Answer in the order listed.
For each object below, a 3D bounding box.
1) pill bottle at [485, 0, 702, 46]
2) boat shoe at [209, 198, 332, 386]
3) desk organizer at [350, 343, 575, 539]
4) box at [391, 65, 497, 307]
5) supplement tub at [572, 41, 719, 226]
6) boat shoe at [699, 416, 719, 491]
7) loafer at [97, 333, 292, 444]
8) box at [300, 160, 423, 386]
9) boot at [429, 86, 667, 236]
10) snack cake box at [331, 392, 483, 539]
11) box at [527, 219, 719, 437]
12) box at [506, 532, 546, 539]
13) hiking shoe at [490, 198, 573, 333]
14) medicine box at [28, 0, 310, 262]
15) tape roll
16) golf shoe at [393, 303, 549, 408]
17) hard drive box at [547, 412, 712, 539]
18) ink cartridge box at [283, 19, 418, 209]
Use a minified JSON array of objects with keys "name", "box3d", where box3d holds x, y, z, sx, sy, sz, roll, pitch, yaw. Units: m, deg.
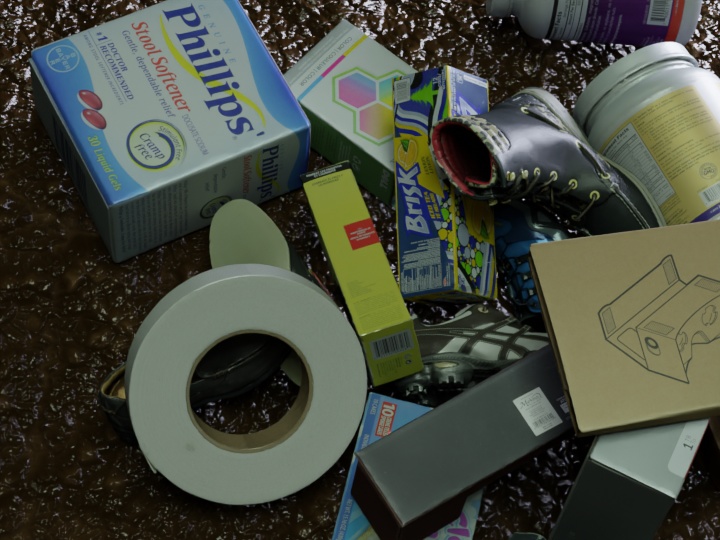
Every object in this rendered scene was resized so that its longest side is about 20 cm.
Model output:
[{"name":"pill bottle","box3d":[0.223,-0.276,1.882,0.198,0.113,0.113,4,60,-3]},{"name":"boat shoe","box3d":[-0.069,0.026,1.718,0.074,0.063,0.202,-38,66,10]},{"name":"desk organizer","box3d":[0.092,0.144,1.579,0.199,0.077,0.072,-27,67,-20]},{"name":"box","box3d":[0.073,-0.073,1.726,0.064,0.070,0.202,-9,78,35]},{"name":"supplement tub","box3d":[0.292,-0.090,1.766,0.145,0.146,0.201,-21,64,-16]},{"name":"boat shoe","box3d":[0.309,0.088,1.686,0.070,0.070,0.201,-20,94,-9]},{"name":"loafer","box3d":[-0.130,0.072,1.648,0.199,0.072,0.073,-36,64,-4]},{"name":"box","box3d":[0.000,0.000,1.698,0.050,0.076,0.201,-18,47,-3]},{"name":"boot","box3d":[0.160,-0.068,1.680,0.204,0.074,0.153,50,35,18]},{"name":"snack cake box","box3d":[0.037,0.214,1.617,0.114,0.067,0.201,13,61,3]},{"name":"box","box3d":[0.244,0.041,1.530,0.198,0.021,0.165,-8,61,-10]},{"name":"box","box3d":[0.108,0.329,1.530,0.200,0.043,0.161,-39,103,-24]},{"name":"hiking shoe","box3d":[0.156,0.005,1.740,0.199,0.075,0.087,36,63,14]},{"name":"medicine box","box3d":[-0.172,-0.137,1.773,0.199,0.103,0.183,-24,66,-16]},{"name":"tape roll","box3d":[-0.095,0.095,1.615,0.201,0.204,0.037,-9,19,-10]},{"name":"golf shoe","box3d":[0.126,0.064,1.690,0.198,0.078,0.095,-4,57,4]},{"name":"hard drive box","box3d":[0.228,0.146,1.596,0.076,0.200,0.156,25,62,9]},{"name":"ink cartridge box","box3d":[0.025,-0.133,1.813,0.200,0.059,0.104,38,63,15]}]
